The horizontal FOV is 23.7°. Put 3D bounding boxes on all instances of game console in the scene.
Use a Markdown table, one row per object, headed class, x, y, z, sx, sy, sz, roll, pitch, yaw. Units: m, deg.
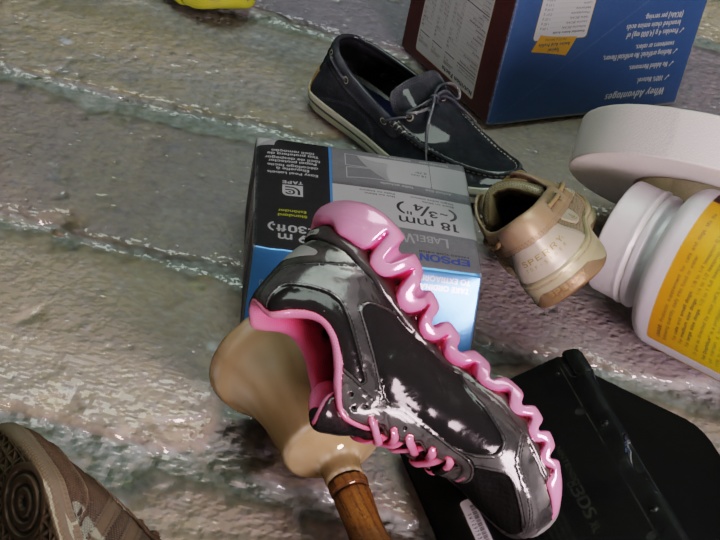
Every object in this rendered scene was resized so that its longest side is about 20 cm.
| class | x | y | z | sx | sy | sz | roll | pitch | yaw |
| --- | --- | --- | --- | --- | --- | --- | --- | --- | --- |
| game console | 0.139 | 0.151 | 0.937 | 0.175 | 0.117 | 0.200 | -25 | 39 | -1 |

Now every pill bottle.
| class | x | y | z | sx | sy | sz | roll | pitch | yaw |
| --- | --- | --- | --- | --- | --- | --- | --- | --- | --- |
| pill bottle | 0.248 | 0.020 | 1.085 | 0.200 | 0.110 | 0.109 | 28 | 36 | 21 |

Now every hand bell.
| class | x | y | z | sx | sy | sz | roll | pitch | yaw |
| --- | --- | --- | --- | --- | --- | --- | --- | --- | --- |
| hand bell | -0.005 | 0.120 | 0.896 | 0.104 | 0.104 | 0.200 | -3 | 50 | -23 |

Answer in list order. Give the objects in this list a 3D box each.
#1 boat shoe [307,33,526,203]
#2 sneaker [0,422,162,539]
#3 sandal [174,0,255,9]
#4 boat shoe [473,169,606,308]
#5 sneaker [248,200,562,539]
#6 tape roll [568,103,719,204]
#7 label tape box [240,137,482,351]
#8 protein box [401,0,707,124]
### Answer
| class | x | y | z | sx | sy | sz | roll | pitch | yaw |
| --- | --- | --- | --- | --- | --- | --- | --- | --- | --- |
| boat shoe | 0.043 | -0.110 | 1.252 | 0.200 | 0.062 | 0.075 | 36 | 38 | 29 |
| sneaker | -0.120 | 0.151 | 0.823 | 0.075 | 0.071 | 0.200 | 8 | 32 | -44 |
| sandal | -0.136 | -0.284 | 1.426 | 0.079 | 0.087 | 0.200 | -4 | 39 | -27 |
| boat shoe | 0.110 | -0.036 | 1.102 | 0.065 | 0.071 | 0.200 | 50 | 4 | -11 |
| sneaker | 0.018 | 0.066 | 0.867 | 0.095 | 0.079 | 0.200 | -40 | 92 | -31 |
| tape roll | 0.241 | -0.059 | 1.157 | 0.202 | 0.037 | 0.203 | 17 | -8 | 3 |
| label tape box | 0.000 | 0.000 | 1.071 | 0.144 | 0.063 | 0.200 | 7 | 33 | -7 |
| protein box | 0.165 | -0.242 | 1.360 | 0.198 | 0.201 | 0.135 | -9 | 39 | -30 |
